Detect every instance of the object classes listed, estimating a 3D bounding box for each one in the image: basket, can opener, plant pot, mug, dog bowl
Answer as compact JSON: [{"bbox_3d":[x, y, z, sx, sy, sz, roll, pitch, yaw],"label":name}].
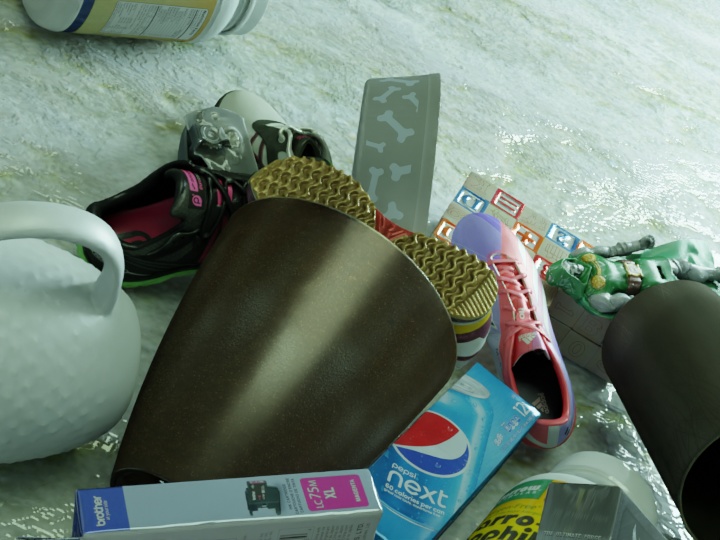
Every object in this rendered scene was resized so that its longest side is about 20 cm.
[{"bbox_3d":[0.276,0.106,1.032,0.180,0.136,0.200,22,22,-27],"label":"basket"},{"bbox_3d":[-0.103,-0.042,1.075,0.053,0.067,0.200,0,60,-31],"label":"can opener"},{"bbox_3d":[-0.065,0.087,0.867,0.187,0.187,0.200,33,54,5],"label":"plant pot"},{"bbox_3d":[-0.217,0.030,0.796,0.175,0.200,0.148,10,46,-33],"label":"mug"},{"bbox_3d":[0.020,-0.059,1.056,0.059,0.200,0.200,8,40,-1],"label":"dog bowl"}]

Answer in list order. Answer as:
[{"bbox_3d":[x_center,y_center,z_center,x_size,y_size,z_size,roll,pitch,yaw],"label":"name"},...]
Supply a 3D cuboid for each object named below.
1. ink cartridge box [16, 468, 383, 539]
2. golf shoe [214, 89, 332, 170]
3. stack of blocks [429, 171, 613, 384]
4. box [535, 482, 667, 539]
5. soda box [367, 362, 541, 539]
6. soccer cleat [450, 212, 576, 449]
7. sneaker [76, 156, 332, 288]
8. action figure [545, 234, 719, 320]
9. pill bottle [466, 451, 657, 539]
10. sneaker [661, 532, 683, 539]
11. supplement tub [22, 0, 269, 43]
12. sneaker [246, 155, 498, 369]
[{"bbox_3d":[-0.095,0.169,0.759,0.200,0.119,0.042,-3,40,-20],"label":"ink cartridge box"},{"bbox_3d":[-0.061,-0.096,1.126,0.077,0.088,0.200,-4,48,-33],"label":"golf shoe"},{"bbox_3d":[0.151,0.013,1.159,0.200,0.059,0.115,31,38,2],"label":"stack of blocks"},{"bbox_3d":[0.153,0.238,0.789,0.200,0.048,0.159,46,51,-43],"label":"box"},{"bbox_3d":[0.046,0.146,0.936,0.064,0.068,0.200,39,39,11],"label":"soda box"},{"bbox_3d":[0.122,0.041,1.048,0.067,0.076,0.200,-14,74,-5],"label":"soccer cleat"},{"bbox_3d":[-0.109,-0.041,0.985,0.200,0.084,0.077,-18,66,-11],"label":"sneaker"},{"bbox_3d":[0.241,0.010,1.134,0.200,0.055,0.118,2,48,-26],"label":"action figure"},{"bbox_3d":[0.121,0.203,0.884,0.113,0.113,0.200,39,39,12],"label":"pill bottle"},{"bbox_3d":[0.249,0.266,0.926,0.100,0.075,0.200,14,41,-21],"label":"sneaker"},{"bbox_3d":[-0.191,-0.279,1.200,0.200,0.144,0.144,-1,47,-33],"label":"supplement tub"},{"bbox_3d":[0.000,0.000,0.943,0.200,0.090,0.075,34,55,19],"label":"sneaker"}]
